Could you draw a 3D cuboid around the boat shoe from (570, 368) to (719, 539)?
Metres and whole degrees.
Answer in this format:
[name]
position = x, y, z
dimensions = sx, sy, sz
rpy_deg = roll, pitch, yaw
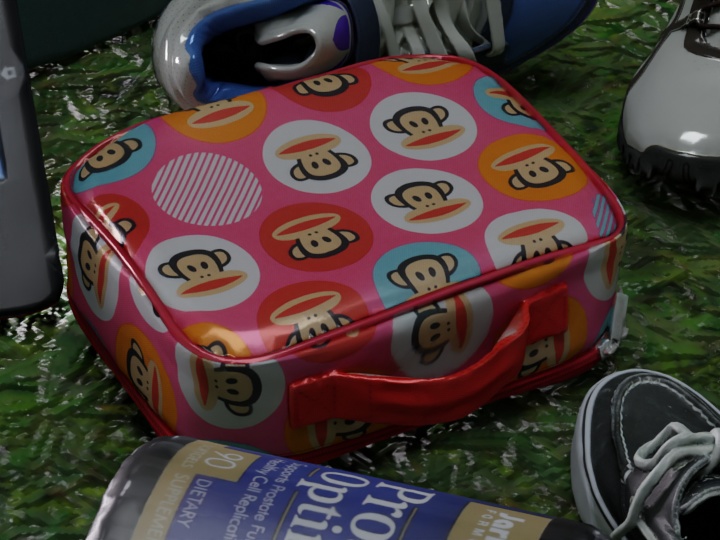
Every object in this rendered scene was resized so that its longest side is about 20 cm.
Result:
[boat shoe]
position = 0.121, 0.086, 0.852
dimensions = 0.073, 0.068, 0.200
rpy_deg = -4, 36, -7

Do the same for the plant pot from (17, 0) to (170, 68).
[plant pot]
position = -0.163, -0.181, 1.163
dimensions = 0.199, 0.142, 0.141
rpy_deg = -13, 37, -32

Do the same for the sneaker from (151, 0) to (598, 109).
[sneaker]
position = 0.010, -0.103, 1.071
dimensions = 0.199, 0.081, 0.147
rpy_deg = -8, 15, 3

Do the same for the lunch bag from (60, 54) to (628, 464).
[lunch bag]
position = 0.000, 0.000, 0.959
dimensions = 0.199, 0.082, 0.176
rpy_deg = -17, 40, -23

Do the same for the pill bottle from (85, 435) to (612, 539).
[pill bottle]
position = 0.018, 0.123, 0.764
dimensions = 0.199, 0.112, 0.112
rpy_deg = 10, 37, 14

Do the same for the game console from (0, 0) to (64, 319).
[game console]
position = -0.219, -0.067, 1.000
dimensions = 0.176, 0.031, 0.201
rpy_deg = -9, 76, -11

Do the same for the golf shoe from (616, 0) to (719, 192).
[golf shoe]
position = 0.165, -0.112, 1.107
dimensions = 0.077, 0.095, 0.200
rpy_deg = 14, 39, 16
